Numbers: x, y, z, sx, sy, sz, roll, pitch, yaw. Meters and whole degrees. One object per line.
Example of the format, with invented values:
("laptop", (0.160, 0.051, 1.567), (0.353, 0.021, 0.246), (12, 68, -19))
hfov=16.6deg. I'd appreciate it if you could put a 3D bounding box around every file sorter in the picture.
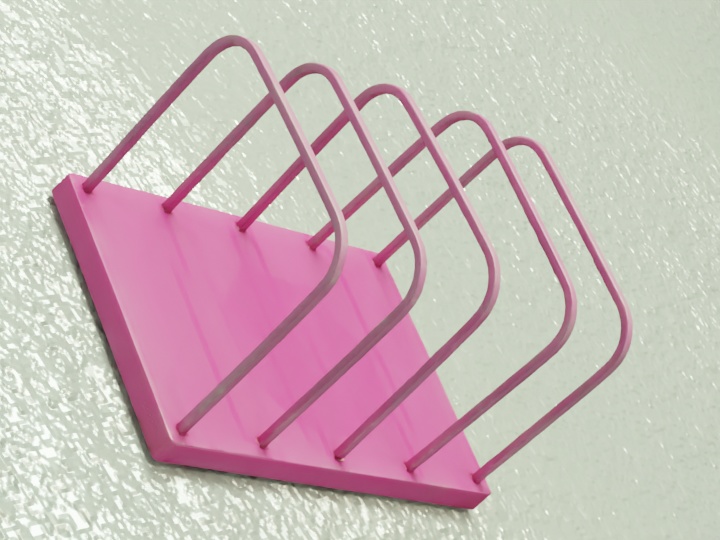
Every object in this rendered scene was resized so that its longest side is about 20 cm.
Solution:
("file sorter", (0.000, 0.000, 1.046), (0.200, 0.125, 0.139), (14, 42, -46))
